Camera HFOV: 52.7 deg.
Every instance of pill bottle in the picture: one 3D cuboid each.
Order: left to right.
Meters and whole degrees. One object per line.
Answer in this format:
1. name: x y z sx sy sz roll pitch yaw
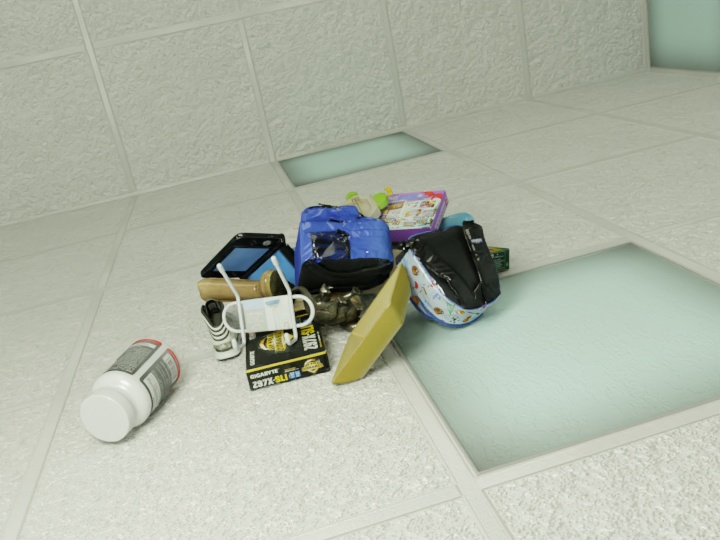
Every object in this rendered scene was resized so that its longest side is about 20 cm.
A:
1. pill bottle: -0.424 0.218 1.347 0.115 0.117 0.200 -6 21 15

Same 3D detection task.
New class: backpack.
1. backpack: -0.032 -0.048 1.495 0.198 0.169 0.163 0 -20 -10
2. backpack: 0.177 0.019 1.453 0.199 0.155 0.191 -18 59 -30

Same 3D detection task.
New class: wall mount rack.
1. wall mount rack: -0.195 0.062 1.410 0.198 0.175 0.075 -7 5 16

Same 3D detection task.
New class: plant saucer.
1. plant saucer: 0.031 0.106 1.360 0.048 0.200 0.200 33 24 -4

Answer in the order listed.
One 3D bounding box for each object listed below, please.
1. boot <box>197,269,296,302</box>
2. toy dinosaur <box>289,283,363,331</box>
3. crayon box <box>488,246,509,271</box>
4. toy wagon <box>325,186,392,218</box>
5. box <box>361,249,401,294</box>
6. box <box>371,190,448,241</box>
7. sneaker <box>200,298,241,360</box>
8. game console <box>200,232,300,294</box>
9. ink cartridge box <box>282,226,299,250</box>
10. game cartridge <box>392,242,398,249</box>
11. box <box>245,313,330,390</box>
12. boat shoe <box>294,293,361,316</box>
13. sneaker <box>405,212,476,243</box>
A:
1. boot: -0.253 0.040 1.541 0.198 0.067 0.175 2 -17 12
2. toy dinosaur: -0.057 0.081 1.473 0.199 0.103 0.077 6 44 -35
3. crayon box: 0.227 -0.030 1.684 0.199 0.052 0.125 6 10 40
4. toy wagon: -0.011 -0.127 1.664 0.199 0.040 0.155 -27 34 1
5. box: 0.000 0.000 1.615 0.198 0.096 0.078 3 -13 -6
6. box: 0.091 -0.122 1.667 0.198 0.039 0.137 -2 42 27
7. sneaker: -0.299 0.103 1.581 0.075 0.116 0.201 -15 20 -7
8. game console: -0.229 0.012 1.600 0.175 0.117 0.200 0 -26 -40
9. ink cartridge box: -0.133 -0.010 1.743 0.146 0.146 0.200 -2 22 27
10. game cartridge: 0.037 -0.073 1.729 0.199 0.041 0.133 29 52 3
11. box: -0.150 0.157 1.455 0.158 0.050 0.200 -12 20 -5
12. boat shoe: -0.095 0.092 1.589 0.198 0.072 0.076 -11 36 20
13. sneaker: 0.175 -0.088 1.702 0.198 0.077 0.081 -1 -14 20
